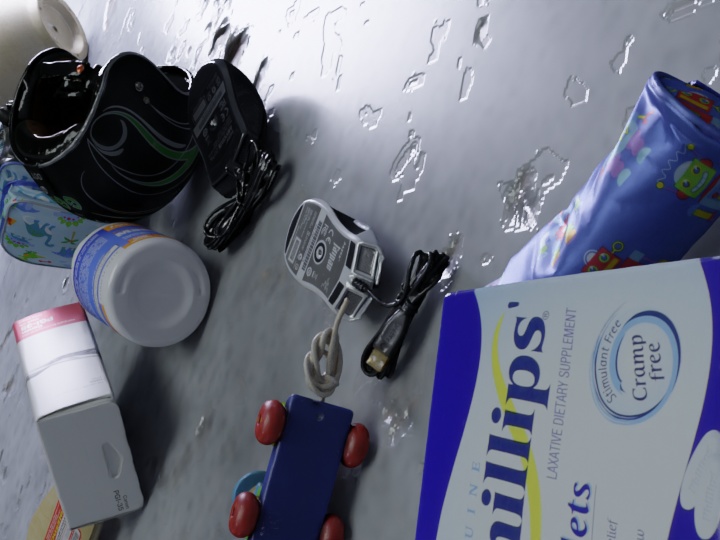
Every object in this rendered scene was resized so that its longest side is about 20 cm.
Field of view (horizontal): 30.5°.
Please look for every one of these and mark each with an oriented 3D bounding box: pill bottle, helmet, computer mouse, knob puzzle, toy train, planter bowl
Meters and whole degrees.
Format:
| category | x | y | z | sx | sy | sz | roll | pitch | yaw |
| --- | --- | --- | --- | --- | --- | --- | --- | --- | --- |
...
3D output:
| category | x | y | z | sx | sy | sz | roll | pitch | yaw |
| --- | --- | --- | --- | --- | --- | --- | --- | --- | --- |
| pill bottle | -0.241 | 0.008 | 1.392 | 0.200 | 0.112 | 0.113 | 20 | 91 | 62 |
| helmet | -0.266 | -0.150 | 1.444 | 0.199 | 0.190 | 0.201 | -14 | 64 | 31 |
| computer mouse | -0.126 | -0.127 | 1.337 | 0.139 | 0.052 | 0.201 | -49 | 46 | 39 |
| knob puzzle | -0.333 | 0.321 | 1.462 | 0.219 | 0.030 | 0.221 | -37 | 44 | 47 |
| toy train | -0.046 | 0.119 | 1.022 | 0.116 | 0.084 | 0.201 | 179 | 108 | -75 |
| planter bowl | -0.505 | -0.345 | 2.021 | 0.134 | 0.200 | 0.201 | -25 | 47 | 19 |
| computer mouse | 0.000 | 0.000 | 1.041 | 0.200 | 0.044 | 0.110 | 44 | 118 | 53 |

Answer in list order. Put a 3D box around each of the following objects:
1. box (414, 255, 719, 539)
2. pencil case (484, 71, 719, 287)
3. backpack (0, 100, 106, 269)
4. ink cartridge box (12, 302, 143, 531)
| category | x | y | z | sx | sy | sz | roll | pitch | yaw |
| --- | --- | --- | --- | --- | --- | --- | --- | --- | --- |
| box | 0.129 | 0.102 | 0.619 | 0.199 | 0.104 | 0.185 | -10 | 67 | 51 |
| pencil case | 0.144 | -0.021 | 0.753 | 0.200 | 0.078 | 0.087 | -55 | 15 | 30 |
| backpack | -0.366 | -0.086 | 1.601 | 0.200 | 0.182 | 0.148 | 132 | 142 | -57 |
| ink cartridge box | -0.296 | 0.148 | 1.375 | 0.200 | 0.082 | 0.147 | -127 | 24 | -57 |
